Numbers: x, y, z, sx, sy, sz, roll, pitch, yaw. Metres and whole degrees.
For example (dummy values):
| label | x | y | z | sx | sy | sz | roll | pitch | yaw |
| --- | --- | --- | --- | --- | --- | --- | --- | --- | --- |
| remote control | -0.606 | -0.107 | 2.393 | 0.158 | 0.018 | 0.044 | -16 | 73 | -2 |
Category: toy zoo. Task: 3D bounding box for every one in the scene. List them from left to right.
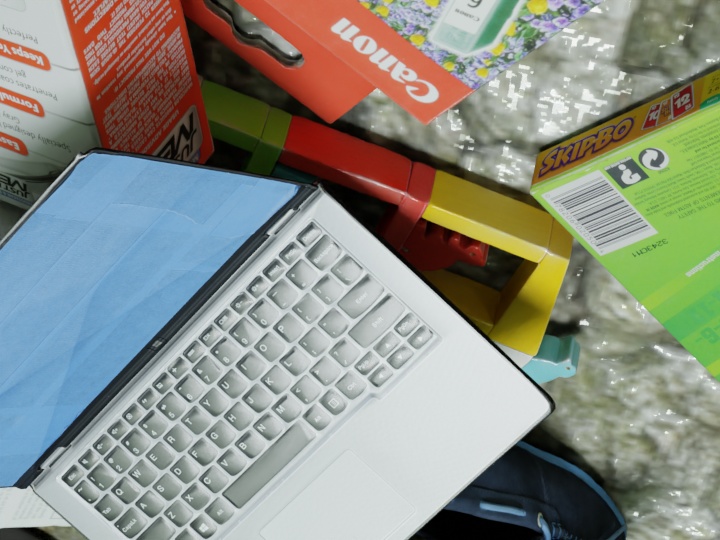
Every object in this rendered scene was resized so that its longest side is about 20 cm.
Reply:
| label | x | y | z | sx | sy | sz | roll | pitch | yaw |
| --- | --- | --- | --- | --- | --- | --- | --- | --- | --- |
| toy zoo | 0.000 | 0.000 | 0.794 | 0.198 | 0.021 | 0.131 | 21 | 142 | -8 |

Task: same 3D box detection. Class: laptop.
| label | x | y | z | sx | sy | sz | roll | pitch | yaw |
| --- | --- | --- | --- | --- | --- | --- | --- | --- | --- |
| laptop | -0.066 | 0.065 | 0.714 | 0.200 | 0.116 | 0.187 | 42 | 114 | -8 |

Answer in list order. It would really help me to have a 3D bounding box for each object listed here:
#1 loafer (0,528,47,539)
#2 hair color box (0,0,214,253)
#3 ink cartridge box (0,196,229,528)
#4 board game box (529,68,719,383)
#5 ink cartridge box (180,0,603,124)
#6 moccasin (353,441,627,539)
| label | x | y | z | sx | sy | sz | roll | pitch | yaw |
| --- | --- | --- | --- | --- | --- | --- | --- | --- | --- |
| loafer | -0.240 | 0.144 | 0.996 | 0.199 | 0.072 | 0.073 | 28 | 138 | -16 |
| hair color box | -0.124 | -0.109 | 0.656 | 0.110 | 0.064 | 0.201 | 21 | 143 | 24 |
| ink cartridge box | -0.134 | 0.040 | 0.784 | 0.198 | 0.047 | 0.161 | 1 | 137 | -35 |
| board game box | 0.164 | 0.007 | 0.752 | 0.095 | 0.030 | 0.200 | -24 | 124 | 37 |
| ink cartridge box | 0.009 | -0.109 | 0.647 | 0.109 | 0.051 | 0.199 | 35 | 136 | -23 |
| moccasin | 0.049 | 0.113 | 0.857 | 0.080 | 0.069 | 0.199 | -23 | 140 | 36 |
